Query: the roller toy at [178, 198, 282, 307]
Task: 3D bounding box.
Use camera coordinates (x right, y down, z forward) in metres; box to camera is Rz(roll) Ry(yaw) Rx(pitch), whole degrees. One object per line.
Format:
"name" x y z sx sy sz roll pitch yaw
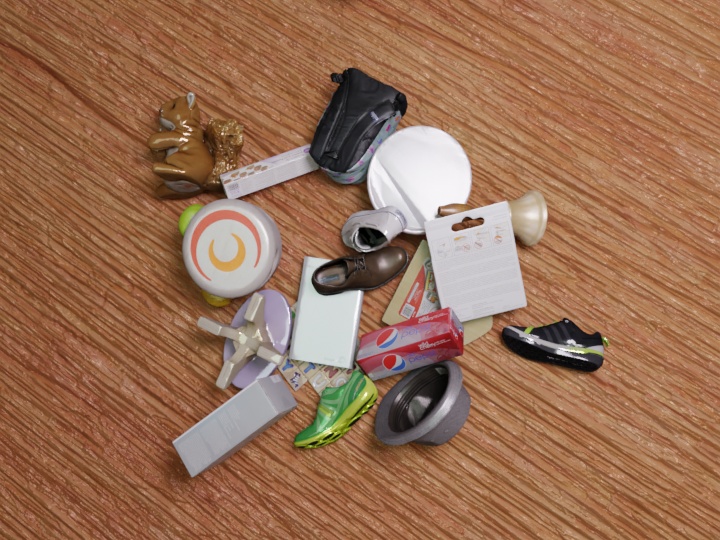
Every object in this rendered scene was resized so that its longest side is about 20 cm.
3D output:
"roller toy" -0.246 -0.041 1.235 0.178 0.140 0.205 -14 92 1

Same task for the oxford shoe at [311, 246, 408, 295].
"oxford shoe" 0.000 0.000 1.201 0.195 0.085 0.074 -19 78 -1

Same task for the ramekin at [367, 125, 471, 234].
"ramekin" 0.111 -0.167 1.214 0.196 0.094 0.209 0 87 2

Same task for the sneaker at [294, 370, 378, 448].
"sneaker" -0.052 0.273 1.221 0.199 0.074 0.084 -41 57 10

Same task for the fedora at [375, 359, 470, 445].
"fedora" 0.128 0.260 1.163 0.199 0.178 0.090 -41 110 19

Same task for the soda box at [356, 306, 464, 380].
"soda box" 0.092 0.137 1.168 0.196 0.071 0.064 -21 122 26

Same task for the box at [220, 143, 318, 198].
"box" -0.181 -0.197 1.258 0.196 0.042 0.039 -22 45 -11

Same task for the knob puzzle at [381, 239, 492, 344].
"knob puzzle" 0.166 0.062 1.224 0.213 0.030 0.226 1 98 4

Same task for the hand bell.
"hand bell" 0.232 -0.101 1.155 0.195 0.104 0.107 2 85 -19

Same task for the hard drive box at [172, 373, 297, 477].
"hard drive box" -0.232 0.290 1.196 0.198 0.156 0.078 -36 80 2

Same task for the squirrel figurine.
"squirrel figurine" -0.333 -0.260 1.286 0.194 0.142 0.192 0 74 -7

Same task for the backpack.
"backpack" -0.009 -0.270 1.230 0.165 0.126 0.203 29 89 24

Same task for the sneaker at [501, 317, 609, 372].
"sneaker" 0.366 0.128 1.187 0.195 0.072 0.084 16 63 8

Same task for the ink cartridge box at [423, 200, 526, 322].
"ink cartridge box" 0.209 -0.014 1.159 0.158 0.050 0.205 -13 103 6

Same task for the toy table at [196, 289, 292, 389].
"toy table" -0.216 0.132 1.222 0.179 0.117 0.206 11 86 10

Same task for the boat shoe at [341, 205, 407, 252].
"boat shoe" 0.009 -0.070 1.178 0.074 0.199 0.065 49 63 -10

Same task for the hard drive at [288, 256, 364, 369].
"hard drive" -0.063 0.083 1.250 0.128 0.026 0.206 8 83 5

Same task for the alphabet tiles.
"alphabet tiles" -0.090 0.161 1.263 0.167 0.008 0.201 -41 81 2
